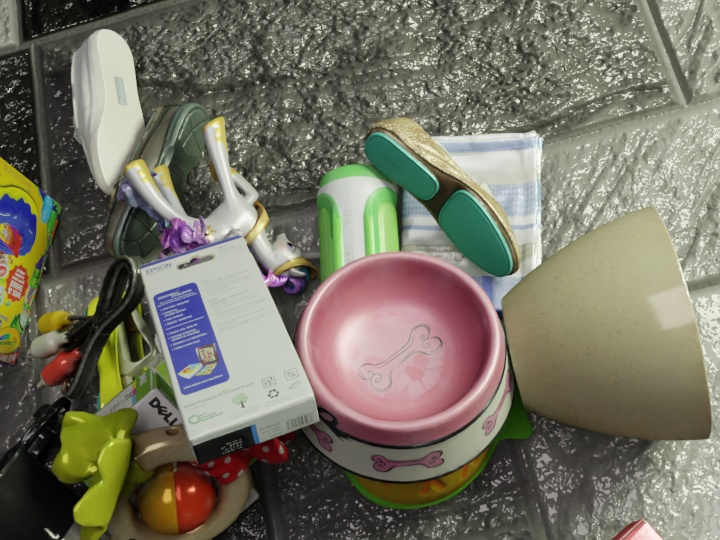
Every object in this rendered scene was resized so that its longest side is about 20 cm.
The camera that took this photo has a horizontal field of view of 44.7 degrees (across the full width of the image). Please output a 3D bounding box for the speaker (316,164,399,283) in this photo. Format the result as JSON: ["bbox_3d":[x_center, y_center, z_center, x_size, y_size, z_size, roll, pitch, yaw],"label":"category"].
[{"bbox_3d":[0.000,0.000,0.869,0.088,0.088,0.200,-6,71,9],"label":"speaker"}]

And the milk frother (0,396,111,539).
[{"bbox_3d":[-0.272,0.239,0.824,0.188,0.180,0.200,46,50,-13],"label":"milk frother"}]

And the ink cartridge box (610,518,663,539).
[{"bbox_3d":[0.200,0.325,0.706,0.200,0.083,0.147,-35,69,-15],"label":"ink cartridge box"}]

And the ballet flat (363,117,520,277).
[{"bbox_3d":[0.092,-0.080,0.860,0.200,0.071,0.065,46,47,0],"label":"ballet flat"}]

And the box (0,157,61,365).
[{"bbox_3d":[-0.432,-0.023,0.897,0.122,0.200,0.193,8,74,12],"label":"box"}]

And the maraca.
[{"bbox_3d":[0.072,0.135,0.803,0.200,0.107,0.137,-26,92,-15],"label":"maraca"}]

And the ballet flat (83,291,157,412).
[{"bbox_3d":[-0.232,0.110,0.885,0.067,0.067,0.200,-23,66,12],"label":"ballet flat"}]

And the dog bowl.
[{"bbox_3d":[0.033,0.071,0.735,0.200,0.074,0.200,-2,57,2],"label":"dog bowl"}]

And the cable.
[{"bbox_3d":[-0.264,0.059,0.835,0.200,0.050,0.097,-36,58,43],"label":"cable"}]

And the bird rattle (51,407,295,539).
[{"bbox_3d":[-0.153,0.168,0.743,0.200,0.163,0.113,-12,36,-24],"label":"bird rattle"}]

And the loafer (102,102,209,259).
[{"bbox_3d":[-0.232,-0.098,0.961,0.063,0.072,0.200,12,66,26],"label":"loafer"}]

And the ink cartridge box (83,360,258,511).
[{"bbox_3d":[-0.145,0.149,0.816,0.200,0.076,0.148,-41,106,-3],"label":"ink cartridge box"}]

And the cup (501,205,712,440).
[{"bbox_3d":[0.203,0.059,0.758,0.143,0.200,0.201,-14,70,12],"label":"cup"}]

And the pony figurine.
[{"bbox_3d":[-0.150,-0.031,0.877,0.193,0.167,0.200,-34,83,-29],"label":"pony figurine"}]

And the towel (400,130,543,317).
[{"bbox_3d":[0.113,-0.050,0.898,0.147,0.024,0.200,0,72,11],"label":"towel"}]

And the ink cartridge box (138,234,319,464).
[{"bbox_3d":[-0.112,0.056,0.712,0.099,0.039,0.200,-18,46,-11],"label":"ink cartridge box"}]

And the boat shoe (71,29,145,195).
[{"bbox_3d":[-0.297,-0.175,0.998,0.068,0.072,0.200,-18,79,34],"label":"boat shoe"}]
